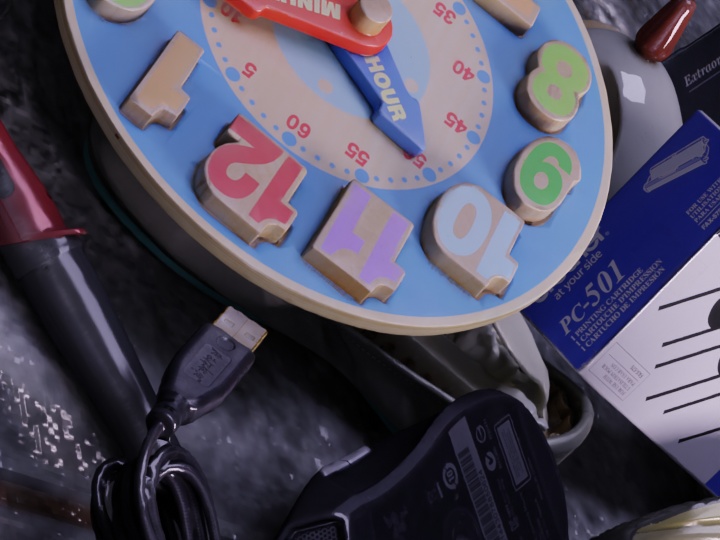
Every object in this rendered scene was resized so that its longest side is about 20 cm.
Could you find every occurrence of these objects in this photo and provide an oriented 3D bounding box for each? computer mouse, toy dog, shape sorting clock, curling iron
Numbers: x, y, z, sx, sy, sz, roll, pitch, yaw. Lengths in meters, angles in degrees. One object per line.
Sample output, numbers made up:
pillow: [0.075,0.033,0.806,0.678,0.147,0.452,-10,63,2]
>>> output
computer mouse: [-0.013,0.070,0.727,0.200,0.046,0.141,-40,111,-52]
toy dog: [0.133,-0.032,0.998,0.200,0.096,0.132,43,32,-21]
shape sorting clock: [-0.003,-0.072,0.773,0.199,0.039,0.201,14,59,-25]
curling iron: [-0.090,-0.014,0.726,0.049,0.026,0.201,-13,73,-55]

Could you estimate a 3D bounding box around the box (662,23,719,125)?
box: [0.254,-0.043,1.133,0.107,0.148,0.201,2,60,-55]

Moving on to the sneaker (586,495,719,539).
sneaker: [0.158,0.141,0.897,0.199,0.077,0.089,27,49,-37]

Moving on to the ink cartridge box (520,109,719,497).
ink cartridge box: [0.141,0.029,0.904,0.044,0.094,0.200,48,5,39]

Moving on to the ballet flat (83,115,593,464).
ballet flat: [0.000,0.000,0.806,0.200,0.064,0.068,42,33,-23]
